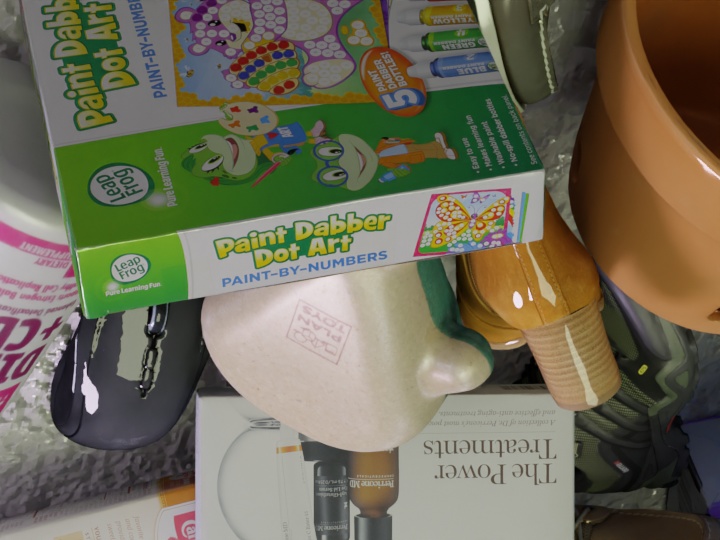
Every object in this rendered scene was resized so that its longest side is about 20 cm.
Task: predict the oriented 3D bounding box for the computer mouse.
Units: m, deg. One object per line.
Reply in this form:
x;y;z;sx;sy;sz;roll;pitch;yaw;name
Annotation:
-0.135;0.028;1.163;0.140;0.046;0.200;8;129;-25;computer mouse

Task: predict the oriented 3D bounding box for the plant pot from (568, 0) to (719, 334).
0.189;-0.063;1.097;0.200;0.200;0.140;4;148;-21;plant pot

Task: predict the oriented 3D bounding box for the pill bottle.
-0.194;0.007;1.065;0.113;0.113;0.200;17;127;-30;pill bottle

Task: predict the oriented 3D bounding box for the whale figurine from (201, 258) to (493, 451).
0.000;0.000;1.101;0.159;0.104;0.200;28;144;8;whale figurine

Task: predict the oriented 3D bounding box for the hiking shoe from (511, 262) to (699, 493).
0.129;0.063;1.258;0.101;0.076;0.200;-16;135;-7;hiking shoe

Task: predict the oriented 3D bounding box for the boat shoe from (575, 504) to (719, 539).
0.119;0.170;1.322;0.200;0.071;0.065;-16;131;32;boat shoe

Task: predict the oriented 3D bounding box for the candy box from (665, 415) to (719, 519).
0.276;0.173;1.407;0.167;0.072;0.200;-10;133;-8;candy box

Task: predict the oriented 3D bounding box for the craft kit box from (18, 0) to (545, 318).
-0.041;-0.075;0.993;0.197;0.200;0.049;-12;134;-8;craft kit box

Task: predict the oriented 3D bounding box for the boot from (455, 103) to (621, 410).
0.071;-0.027;1.113;0.071;0.201;0.144;-24;110;-3;boot

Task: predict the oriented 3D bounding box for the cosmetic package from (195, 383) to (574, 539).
0.012;0.138;1.204;0.200;0.052;0.151;-1;93;-6;cosmetic package

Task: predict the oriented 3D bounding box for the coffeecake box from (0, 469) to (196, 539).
-0.160;0.209;1.250;0.200;0.073;0.154;-14;93;-4;coffeecake box

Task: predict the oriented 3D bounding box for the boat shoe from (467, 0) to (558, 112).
0.070;-0.156;1.040;0.060;0.072;0.202;-16;131;3;boat shoe
